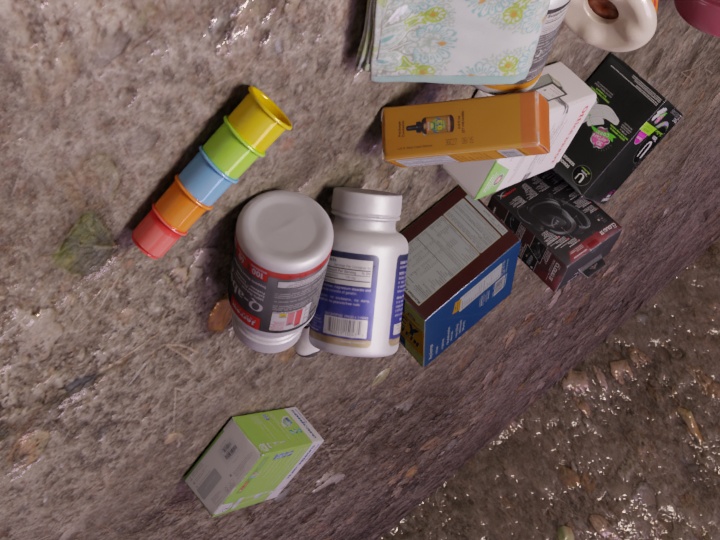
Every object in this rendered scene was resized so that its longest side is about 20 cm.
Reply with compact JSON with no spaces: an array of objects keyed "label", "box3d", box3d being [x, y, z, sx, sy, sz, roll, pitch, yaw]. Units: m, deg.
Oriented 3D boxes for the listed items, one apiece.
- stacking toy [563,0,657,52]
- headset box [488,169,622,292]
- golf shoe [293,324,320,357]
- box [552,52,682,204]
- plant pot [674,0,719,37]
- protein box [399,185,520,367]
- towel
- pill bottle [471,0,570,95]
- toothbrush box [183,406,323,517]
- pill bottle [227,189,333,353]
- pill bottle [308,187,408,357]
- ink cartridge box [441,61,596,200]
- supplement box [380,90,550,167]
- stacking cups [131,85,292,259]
[{"label":"stacking toy","box3d":[0.351,-0.400,1.405,0.201,0.145,0.147,-56,164,-19]},{"label":"headset box","box3d":[0.331,-0.070,1.831,0.148,0.200,0.078,-31,156,-29]},{"label":"golf shoe","box3d":[-0.074,0.042,1.493,0.094,0.078,0.202,-16,136,-43]},{"label":"box","box3d":[0.406,-0.227,1.779,0.200,0.124,0.148,-49,158,17]},{"label":"plant pot","box3d":[0.560,-0.462,1.557,0.199,0.200,0.180,-34,142,-22]},{"label":"protein box","box3d":[0.130,0.011,1.708,0.199,0.135,0.199,-38,159,-14]},{"label":"towel","box3d":[0.099,-0.267,1.132,0.197,0.049,0.172,-2,147,-9]},{"label":"pill bottle","box3d":[0.178,-0.306,1.231,0.116,0.116,0.201,-31,155,-28]},{"label":"toothbrush box","box3d":[-0.173,0.312,1.790,0.146,0.086,0.199,-51,157,18]},{"label":"pill bottle","box3d":[-0.101,0.008,1.310,0.115,0.116,0.201,-31,155,-30]},{"label":"pill bottle","box3d":[0.000,0.000,1.383,0.119,0.118,0.203,-6,104,-58]},{"label":"ink cartridge box","box3d":[0.228,-0.202,1.558,0.199,0.084,0.146,-24,152,-41]},{"label":"supplement box","box3d":[0.126,-0.168,1.305,0.197,0.068,0.069,-2,175,21]},{"label":"stacking cups","box3d":[-0.156,-0.096,1.110,0.200,0.061,0.060,-45,159,14]}]
